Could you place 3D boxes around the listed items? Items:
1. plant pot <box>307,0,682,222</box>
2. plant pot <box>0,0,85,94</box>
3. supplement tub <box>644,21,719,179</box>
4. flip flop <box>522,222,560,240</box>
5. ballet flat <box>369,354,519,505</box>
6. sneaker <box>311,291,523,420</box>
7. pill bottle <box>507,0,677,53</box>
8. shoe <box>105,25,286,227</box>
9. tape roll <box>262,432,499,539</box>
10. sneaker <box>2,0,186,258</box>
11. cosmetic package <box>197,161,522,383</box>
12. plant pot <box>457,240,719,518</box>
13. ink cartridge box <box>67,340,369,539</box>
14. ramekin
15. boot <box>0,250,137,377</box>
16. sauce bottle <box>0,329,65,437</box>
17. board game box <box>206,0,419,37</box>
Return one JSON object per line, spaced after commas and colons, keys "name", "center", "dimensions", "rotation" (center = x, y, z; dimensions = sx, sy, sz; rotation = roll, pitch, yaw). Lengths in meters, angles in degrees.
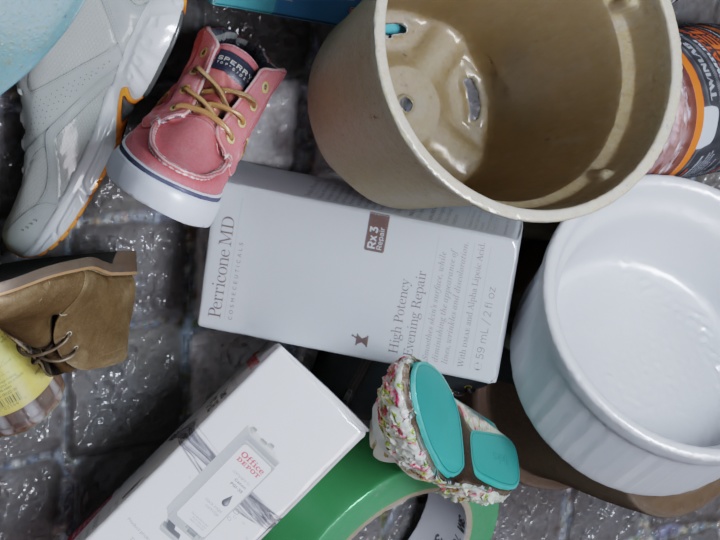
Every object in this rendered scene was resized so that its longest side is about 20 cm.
{"name": "plant pot", "center": [0.060, -0.116, 1.359], "dimensions": [0.199, 0.183, 0.202], "rotation": [3, 82, -24]}
{"name": "plant pot", "center": [-0.252, -0.199, 1.220], "dimensions": [0.195, 0.196, 0.201], "rotation": [7, 116, -33]}
{"name": "supplement tub", "center": [0.200, -0.111, 1.529], "dimensions": [0.200, 0.106, 0.108], "rotation": [-14, 122, -55]}
{"name": "flip flop", "center": [0.151, -0.046, 1.558], "dimensions": [0.199, 0.058, 0.081], "rotation": [28, 66, -6]}
{"name": "ballet flat", "center": [0.043, 0.111, 1.452], "dimensions": [0.200, 0.063, 0.076], "rotation": [45, 42, -57]}
{"name": "sneaker", "center": [0.066, 0.066, 1.553], "dimensions": [0.075, 0.199, 0.107], "rotation": [-47, 156, -64]}
{"name": "pill bottle", "center": [0.158, -0.217, 1.495], "dimensions": [0.199, 0.113, 0.114], "rotation": [-25, 122, -20]}
{"name": "shoe", "center": [-0.096, -0.092, 1.356], "dimensions": [0.071, 0.200, 0.091], "rotation": [28, 103, -5]}
{"name": "tape roll", "center": [0.007, 0.198, 1.598], "dimensions": [0.200, 0.048, 0.201], "rotation": [-27, 141, -24]}
{"name": "sneaker", "center": [-0.184, -0.105, 1.382], "dimensions": [0.092, 0.076, 0.201], "rotation": [27, 107, -9]}
{"name": "cosmetic package", "center": [0.000, 0.000, 1.461], "dimensions": [0.198, 0.074, 0.102], "rotation": [9, 105, 4]}
{"name": "plant pot", "center": [0.185, 0.090, 1.613], "dimensions": [0.199, 0.175, 0.202], "rotation": [-13, 118, -24]}
{"name": "ink cartridge box", "center": [-0.096, 0.141, 1.475], "dimensions": [0.200, 0.147, 0.083], "rotation": [-45, 94, -3]}
{"name": "ramekin", "center": [0.193, 0.048, 1.464], "dimensions": [0.199, 0.202, 0.098], "rotation": [-11, 158, -26]}
{"name": "boot", "center": [-0.186, 0.028, 1.365], "dimensions": [0.200, 0.073, 0.076], "rotation": [-5, 92, -70]}
{"name": "sauce bottle", "center": [-0.248, 0.012, 1.388], "dimensions": [0.065, 0.065, 0.201], "rotation": [-33, 126, -13]}
{"name": "board game box", "center": [-0.012, -0.257, 1.416], "dimensions": [0.150, 0.047, 0.201], "rotation": [6, 108, -33]}
